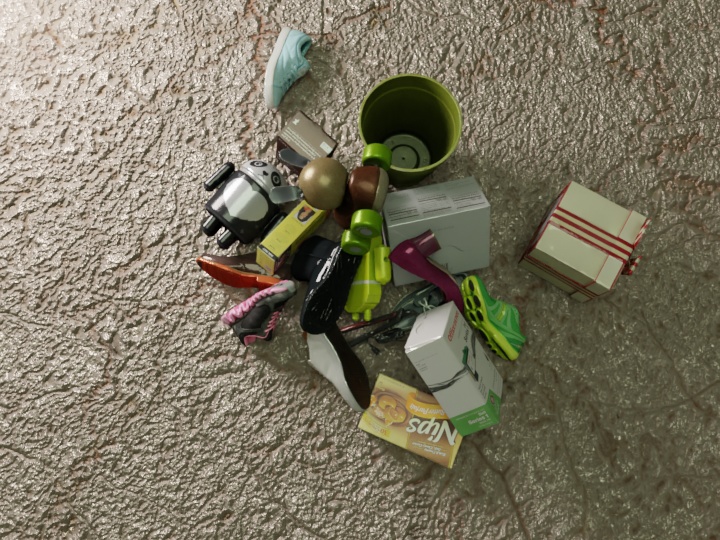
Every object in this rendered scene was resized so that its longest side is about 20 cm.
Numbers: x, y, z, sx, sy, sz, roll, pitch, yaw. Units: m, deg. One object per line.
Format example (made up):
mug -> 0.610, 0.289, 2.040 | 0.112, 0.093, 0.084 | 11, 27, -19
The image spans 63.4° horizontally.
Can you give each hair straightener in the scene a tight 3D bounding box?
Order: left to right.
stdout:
hair straightener -> 0.037, 0.132, 1.180 | 0.199, 0.041, 0.077 | -19, 80, 9

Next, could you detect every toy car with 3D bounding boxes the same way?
toy car -> -0.058, -0.143, 1.045 | 0.199, 0.158, 0.165 | 13, 67, -10

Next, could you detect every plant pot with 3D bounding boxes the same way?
plant pot -> 0.096, -0.263, 1.202 | 0.199, 0.193, 0.202 | 0, 78, 0

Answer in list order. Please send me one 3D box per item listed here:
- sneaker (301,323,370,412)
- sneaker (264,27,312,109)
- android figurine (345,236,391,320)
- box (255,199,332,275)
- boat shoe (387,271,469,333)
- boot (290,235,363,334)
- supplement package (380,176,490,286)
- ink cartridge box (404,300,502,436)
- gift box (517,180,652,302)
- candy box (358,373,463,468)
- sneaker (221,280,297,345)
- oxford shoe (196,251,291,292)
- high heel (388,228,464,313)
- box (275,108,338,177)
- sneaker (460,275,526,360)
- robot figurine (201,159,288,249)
sneaker -> -0.050, 0.192, 1.154 | 0.085, 0.073, 0.201 | -35, 76, 34
sneaker -> -0.158, -0.450, 1.302 | 0.081, 0.074, 0.201 | 13, 80, 6
android figurine -> 0.000, 0.000, 1.162 | 0.041, 0.182, 0.202 | 2, 83, -31
box -> -0.132, -0.085, 1.203 | 0.050, 0.075, 0.200 | 37, 63, 6
boat shoe -> 0.141, 0.062, 1.203 | 0.199, 0.062, 0.073 | -31, 80, -6
boot -> -0.088, 0.024, 1.162 | 0.076, 0.168, 0.201 | 32, 77, -30
supplement package -> 0.147, -0.078, 1.169 | 0.198, 0.156, 0.111 | -11, 41, -2
ink cartridge box -> 0.179, 0.179, 1.093 | 0.084, 0.146, 0.201 | -28, 104, 25
gift box -> 0.456, -0.061, 1.167 | 0.186, 0.185, 0.201 | 31, 86, 8
candy box -> 0.106, 0.297, 1.159 | 0.199, 0.055, 0.116 | 23, 79, 4
sneaker -> -0.188, 0.089, 1.162 | 0.199, 0.079, 0.096 | -31, 87, 35
oxford shoe -> -0.242, -0.006, 1.223 | 0.199, 0.071, 0.073 | 17, 62, -3
high heel -> 0.130, 0.020, 1.126 | 0.096, 0.067, 0.201 | -29, 113, 1
box -> -0.113, -0.243, 1.187 | 0.100, 0.200, 0.075 | 41, 82, -6
sneaker -> 0.268, 0.088, 1.183 | 0.084, 0.074, 0.201 | -41, 108, -25
robot figurine -> -0.239, -0.136, 1.210 | 0.200, 0.150, 0.125 | -48, 43, -9
